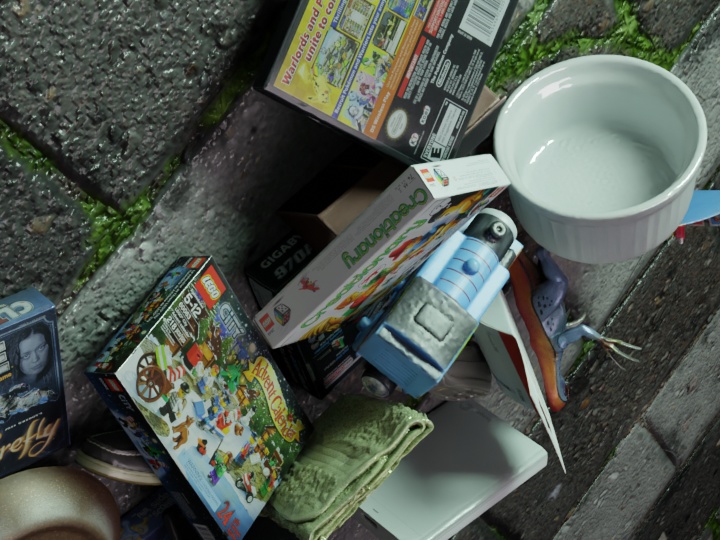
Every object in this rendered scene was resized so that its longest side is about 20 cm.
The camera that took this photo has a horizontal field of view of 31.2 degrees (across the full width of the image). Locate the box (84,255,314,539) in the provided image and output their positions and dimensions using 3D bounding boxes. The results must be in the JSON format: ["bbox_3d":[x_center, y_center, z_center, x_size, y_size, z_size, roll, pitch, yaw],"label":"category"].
[{"bbox_3d":[-0.124,0.107,1.048,0.137,0.038,0.200,-55,130,-37],"label":"box"}]

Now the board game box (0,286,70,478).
[{"bbox_3d":[-0.308,0.108,0.925,0.200,0.035,0.136,-26,133,-35],"label":"board game box"}]

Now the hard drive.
[{"bbox_3d":[0.082,0.215,1.360,0.200,0.132,0.026,-30,135,-32],"label":"hard drive"}]

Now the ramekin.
[{"bbox_3d":[0.232,-0.104,1.254,0.200,0.200,0.098,-44,149,-17],"label":"ramekin"}]

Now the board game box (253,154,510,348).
[{"bbox_3d":[0.017,-0.016,1.034,0.200,0.035,0.126,-43,164,31],"label":"board game box"}]

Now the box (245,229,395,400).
[{"bbox_3d":[0.000,0.000,1.185,0.200,0.046,0.159,-42,140,-20],"label":"box"}]

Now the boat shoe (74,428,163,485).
[{"bbox_3d":[-0.156,0.140,1.098,0.200,0.072,0.066,8,100,-52],"label":"boat shoe"}]

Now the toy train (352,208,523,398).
[{"bbox_3d":[0.072,0.025,1.127,0.200,0.087,0.114,-52,-177,-25],"label":"toy train"}]

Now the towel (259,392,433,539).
[{"bbox_3d":[-0.024,0.163,1.107,0.148,0.200,0.037,-43,102,-15],"label":"towel"}]

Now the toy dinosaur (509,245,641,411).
[{"bbox_3d":[0.191,0.053,1.365,0.199,0.105,0.182,13,92,-7],"label":"toy dinosaur"}]

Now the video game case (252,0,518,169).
[{"bbox_3d":[0.030,-0.196,1.014,0.180,0.025,0.201,24,86,-31],"label":"video game case"}]

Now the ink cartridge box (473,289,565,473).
[{"bbox_3d":[0.144,0.091,1.293,0.047,0.201,0.160,-20,139,8],"label":"ink cartridge box"}]

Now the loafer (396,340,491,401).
[{"bbox_3d":[0.071,0.088,1.319,0.200,0.070,0.070,23,55,-57],"label":"loafer"}]

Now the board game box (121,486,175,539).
[{"bbox_3d":[-0.209,0.288,1.164,0.200,0.034,0.136,-36,139,-27],"label":"board game box"}]

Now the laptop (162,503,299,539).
[{"bbox_3d":[-0.135,0.292,1.199,0.187,0.115,0.201,-25,97,-60],"label":"laptop"}]

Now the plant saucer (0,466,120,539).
[{"bbox_3d":[-0.267,0.249,1.014,0.200,0.037,0.201,-26,132,-32],"label":"plant saucer"}]

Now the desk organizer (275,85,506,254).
[{"bbox_3d":[0.024,-0.097,1.099,0.200,0.077,0.072,-43,170,-19],"label":"desk organizer"}]

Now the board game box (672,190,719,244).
[{"bbox_3d":[0.296,-0.046,1.358,0.158,0.199,0.039,-23,108,-41],"label":"board game box"}]
